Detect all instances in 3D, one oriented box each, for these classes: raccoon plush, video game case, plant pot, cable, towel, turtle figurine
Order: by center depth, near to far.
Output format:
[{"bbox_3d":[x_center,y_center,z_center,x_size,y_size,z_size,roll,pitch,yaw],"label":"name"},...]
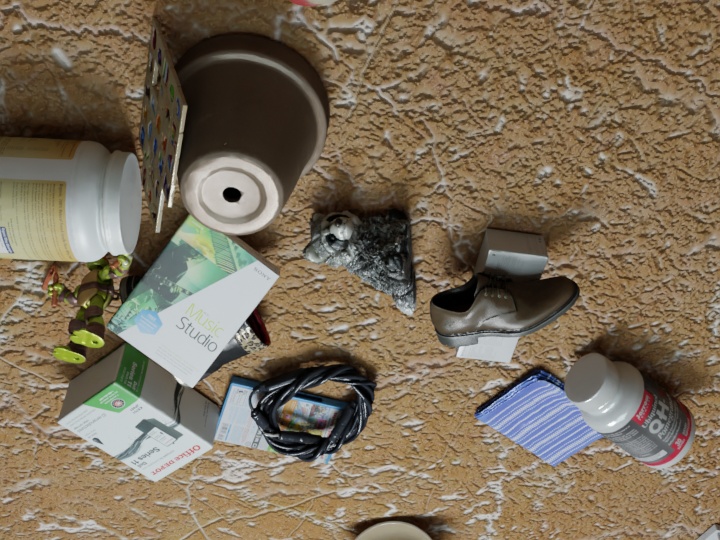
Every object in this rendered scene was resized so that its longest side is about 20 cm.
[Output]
[{"bbox_3d":[-0.135,-0.135,1.054,0.197,0.176,0.202,0,133,0],"label":"plant pot"},{"bbox_3d":[0.000,0.000,1.231,0.132,0.098,0.202,1,132,11],"label":"raccoon plush"},{"bbox_3d":[-0.362,0.040,1.234,0.198,0.163,0.064,-22,138,28],"label":"turtle figurine"},{"bbox_3d":[-0.063,0.217,1.422,0.197,0.051,0.165,-20,117,4],"label":"cable"},{"bbox_3d":[0.295,0.239,1.476,0.199,0.024,0.144,34,125,-25],"label":"towel"},{"bbox_3d":[-0.126,0.242,1.488,0.197,0.018,0.144,15,129,-12],"label":"video game case"},{"bbox_3d":[0.071,0.583,1.695,0.184,0.190,0.201,-8,145,7],"label":"plant pot"}]

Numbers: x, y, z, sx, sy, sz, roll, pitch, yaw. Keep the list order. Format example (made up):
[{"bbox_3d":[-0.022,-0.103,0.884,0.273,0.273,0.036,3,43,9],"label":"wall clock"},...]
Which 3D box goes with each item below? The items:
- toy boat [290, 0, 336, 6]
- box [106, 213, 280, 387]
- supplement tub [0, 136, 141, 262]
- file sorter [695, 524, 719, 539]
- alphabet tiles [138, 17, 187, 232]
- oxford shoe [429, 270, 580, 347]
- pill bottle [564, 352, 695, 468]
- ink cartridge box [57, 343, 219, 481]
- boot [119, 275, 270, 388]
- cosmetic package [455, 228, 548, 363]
[{"bbox_3d":[-0.071,-0.360,0.910,0.129,0.131,0.202,11,138,33],"label":"toy boat"},{"bbox_3d":[-0.220,0.036,1.233,0.144,0.036,0.201,36,99,-13],"label":"box"},{"bbox_3d":[-0.373,-0.085,1.120,0.196,0.146,0.146,3,132,-1],"label":"supplement tub"},{"bbox_3d":[0.699,0.574,1.697,0.197,0.126,0.140,19,129,-15],"label":"file sorter"},{"bbox_3d":[-0.227,-0.151,1.051,0.007,0.168,0.202,-4,135,-24],"label":"alphabet tiles"},{"bbox_3d":[0.183,0.039,1.203,0.197,0.073,0.085,-16,127,13],"label":"oxford shoe"},{"bbox_3d":[0.397,0.205,1.386,0.199,0.112,0.110,34,124,-26],"label":"pill bottle"},{"bbox_3d":[-0.336,0.222,1.429,0.146,0.084,0.200,-33,124,27],"label":"ink cartridge box"},{"bbox_3d":[-0.229,0.066,1.300,0.149,0.074,0.201,-22,120,13],"label":"boot"},{"bbox_3d":[0.189,0.038,1.282,0.081,0.051,0.202,6,131,-7],"label":"cosmetic package"}]
